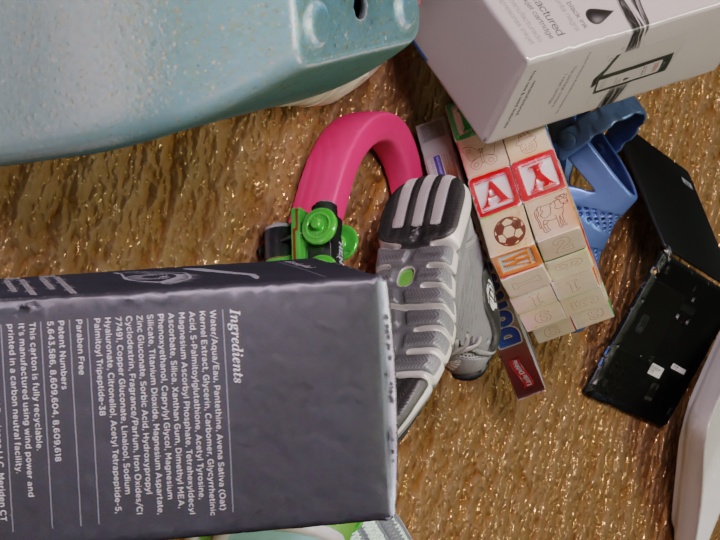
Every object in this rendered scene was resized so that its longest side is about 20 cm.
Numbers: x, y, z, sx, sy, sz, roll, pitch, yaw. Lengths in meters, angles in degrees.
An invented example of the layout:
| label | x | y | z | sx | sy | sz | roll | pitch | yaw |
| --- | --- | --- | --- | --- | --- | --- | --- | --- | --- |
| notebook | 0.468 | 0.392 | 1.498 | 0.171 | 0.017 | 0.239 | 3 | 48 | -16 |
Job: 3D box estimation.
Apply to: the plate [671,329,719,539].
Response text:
| label | x | y | z | sx | sy | sz | roll | pitch | yaw |
| --- | --- | --- | --- | --- | --- | --- | --- | --- | --- |
| plate | 0.305 | 0.132 | 1.805 | 0.200 | 0.032 | 0.201 | -59 | 155 | -42 |

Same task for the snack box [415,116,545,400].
| label | x | y | z | sx | sy | sz | roll | pitch | yaw |
| --- | --- | --- | --- | --- | --- | --- | --- | --- | --- |
| snack box | 0.082 | -0.006 | 1.411 | 0.072 | 0.024 | 0.201 | -103 | 172 | -49 |

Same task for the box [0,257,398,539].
| label | x | y | z | sx | sy | sz | roll | pitch | yaw |
| --- | --- | --- | --- | --- | --- | --- | --- | --- | --- |
| box | -0.095 | 0.054 | 0.914 | 0.148 | 0.198 | 0.105 | -166 | -107 | -78 |

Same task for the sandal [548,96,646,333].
| label | x | y | z | sx | sy | sz | roll | pitch | yaw |
| --- | --- | --- | --- | --- | --- | --- | --- | --- | --- |
| sandal | 0.160 | -0.054 | 1.523 | 0.079 | 0.086 | 0.202 | -7 | 99 | -62 |

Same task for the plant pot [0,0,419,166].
| label | x | y | z | sx | sy | sz | roll | pitch | yaw |
| --- | --- | --- | --- | --- | --- | --- | --- | --- | --- |
| plant pot | -0.086 | -0.154 | 0.964 | 0.195 | 0.199 | 0.198 | -22 | 110 | -58 |

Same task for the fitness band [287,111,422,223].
| label | x | y | z | sx | sy | sz | roll | pitch | yaw |
| --- | --- | --- | --- | --- | --- | --- | --- | --- | --- |
| fitness band | 0.000 | 0.000 | 1.294 | 0.144 | 0.037 | 0.201 | 43 | 54 | -50 |

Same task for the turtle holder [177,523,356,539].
| label | x | y | z | sx | sy | sz | roll | pitch | yaw |
| --- | --- | --- | --- | --- | --- | --- | --- | --- | --- |
| turtle holder | -0.079 | 0.117 | 1.053 | 0.133 | 0.140 | 0.185 | -69 | 161 | 0 |

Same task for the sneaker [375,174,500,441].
| label | x | y | z | sx | sy | sz | roll | pitch | yaw |
| --- | --- | --- | --- | --- | --- | --- | --- | --- | --- |
| sneaker | 0.043 | 0.051 | 1.264 | 0.116 | 0.075 | 0.201 | 57 | 44 | -45 |

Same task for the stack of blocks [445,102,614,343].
| label | x | y | z | sx | sy | sz | roll | pitch | yaw |
| --- | --- | --- | --- | --- | --- | --- | --- | --- | --- |
| stack of blocks | 0.117 | -0.024 | 1.384 | 0.200 | 0.058 | 0.116 | 59 | 14 | -61 |

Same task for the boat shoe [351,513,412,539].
| label | x | y | z | sx | sy | sz | roll | pitch | yaw |
| --- | --- | --- | --- | --- | --- | --- | --- | --- | --- |
| boat shoe | 0.007 | 0.221 | 1.287 | 0.073 | 0.067 | 0.201 | -22 | 92 | -27 |

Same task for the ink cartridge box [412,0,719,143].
| label | x | y | z | sx | sy | sz | roll | pitch | yaw |
| --- | --- | --- | --- | --- | --- | --- | --- | --- | --- |
| ink cartridge box | 0.128 | -0.180 | 1.318 | 0.199 | 0.146 | 0.085 | -20 | 154 | -31 |

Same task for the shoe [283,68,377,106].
| label | x | y | z | sx | sy | sz | roll | pitch | yaw |
| --- | --- | --- | --- | --- | --- | --- | --- | --- | --- |
| shoe | -0.024 | -0.127 | 1.221 | 0.200 | 0.053 | 0.071 | -25 | 113 | -58 |

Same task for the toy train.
| label | x | y | z | sx | sy | sz | roll | pitch | yaw |
| --- | --- | --- | --- | --- | --- | --- | --- | --- | --- |
| toy train | -0.030 | 0.057 | 1.182 | 0.042 | 0.056 | 0.202 | 36 | 47 | -58 |

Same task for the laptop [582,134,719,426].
| label | x | y | z | sx | sy | sz | roll | pitch | yaw |
| --- | --- | --- | --- | --- | --- | --- | --- | --- | --- |
| laptop | 0.229 | 0.006 | 1.727 | 0.177 | 0.103 | 0.201 | 23 | 97 | -58 |

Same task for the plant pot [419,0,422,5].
| label | x | y | z | sx | sy | sz | roll | pitch | yaw |
| --- | --- | --- | --- | --- | --- | --- | --- | --- | --- |
| plant pot | -0.004 | -0.243 | 1.135 | 0.200 | 0.199 | 0.180 | 12 | 96 | -60 |
